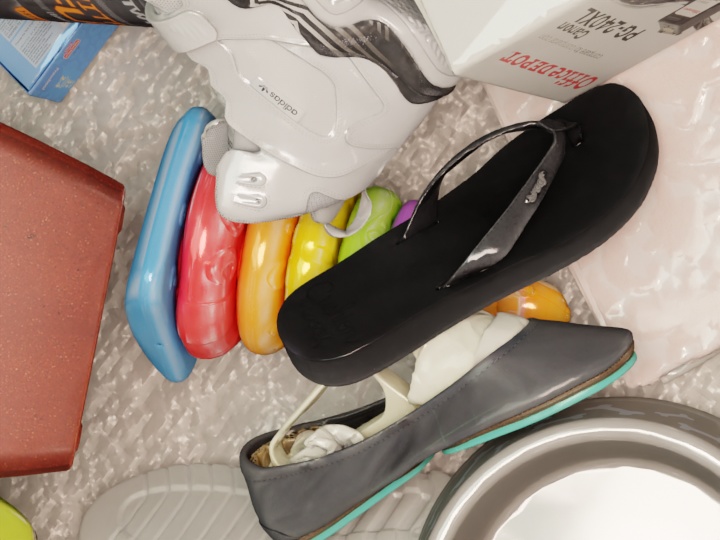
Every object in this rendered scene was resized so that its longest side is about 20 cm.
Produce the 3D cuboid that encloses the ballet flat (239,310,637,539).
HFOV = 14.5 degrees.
[{"bbox_3d":[0.026,0.058,1.260,0.200,0.073,0.073,-30,73,25],"label":"ballet flat"}]

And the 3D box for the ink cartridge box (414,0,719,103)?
[{"bbox_3d":[0.128,-0.156,1.209,0.200,0.145,0.083,-29,77,20],"label":"ink cartridge box"}]

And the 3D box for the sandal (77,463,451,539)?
[{"bbox_3d":[-0.041,0.136,1.348,0.202,0.050,0.083,-2,40,22],"label":"sandal"}]

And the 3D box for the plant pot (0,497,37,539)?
[{"bbox_3d":[-0.242,0.193,1.342,0.181,0.199,0.200,-3,86,-9],"label":"plant pot"}]

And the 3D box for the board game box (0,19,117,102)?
[{"bbox_3d":[-0.181,-0.208,1.455,0.200,0.037,0.151,44,103,21],"label":"board game box"}]

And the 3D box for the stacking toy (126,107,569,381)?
[{"bbox_3d":[0.000,0.000,1.316,0.200,0.116,0.110,10,66,11],"label":"stacking toy"}]

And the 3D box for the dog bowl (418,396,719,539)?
[{"bbox_3d":[0.113,0.154,1.246,0.200,0.059,0.200,-1,85,11],"label":"dog bowl"}]

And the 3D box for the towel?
[{"bbox_3d":[0.169,-0.072,1.281,0.200,0.032,0.191,-29,74,20],"label":"towel"}]

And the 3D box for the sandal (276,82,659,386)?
[{"bbox_3d":[0.051,-0.021,1.240,0.200,0.043,0.076,-36,42,-15],"label":"sandal"}]

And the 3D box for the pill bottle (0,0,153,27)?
[{"bbox_3d":[-0.109,-0.167,1.321,0.200,0.106,0.106,7,88,37],"label":"pill bottle"}]

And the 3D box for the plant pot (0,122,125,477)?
[{"bbox_3d":[-0.211,0.010,1.344,0.176,0.200,0.200,10,88,-7],"label":"plant pot"}]

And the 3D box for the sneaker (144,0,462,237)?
[{"bbox_3d":[-0.060,-0.090,1.218,0.200,0.075,0.115,23,105,-17],"label":"sneaker"}]
